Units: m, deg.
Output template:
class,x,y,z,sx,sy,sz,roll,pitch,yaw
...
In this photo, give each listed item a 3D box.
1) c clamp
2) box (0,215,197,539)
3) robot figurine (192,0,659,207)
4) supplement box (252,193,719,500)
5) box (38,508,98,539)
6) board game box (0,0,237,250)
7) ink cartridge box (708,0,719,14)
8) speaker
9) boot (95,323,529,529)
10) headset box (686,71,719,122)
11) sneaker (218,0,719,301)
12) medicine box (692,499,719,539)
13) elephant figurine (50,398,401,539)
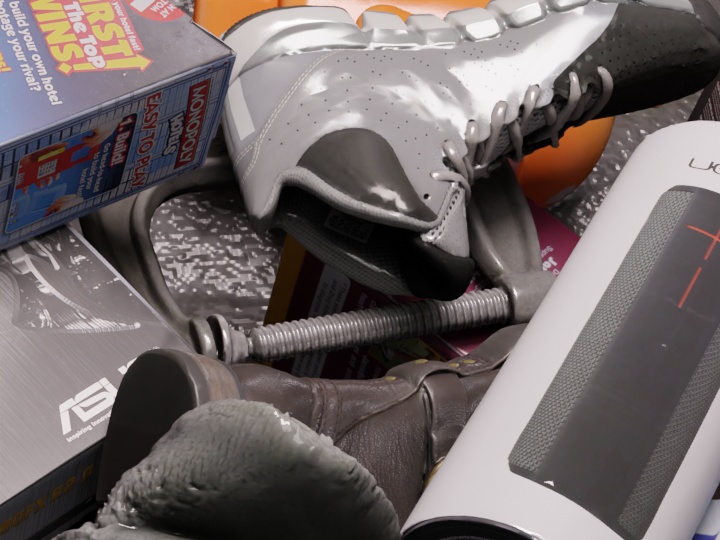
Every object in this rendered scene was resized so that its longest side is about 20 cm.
class,x,y,z,sx,sy,sz,roll,pitch,yaw
c clamp,0.000,0.000,0.819,0.199,0.027,0.172,-4,56,-16
box,-0.173,0.039,0.712,0.200,0.048,0.158,-32,66,-35
robot figurine,0.026,-0.084,0.962,0.199,0.144,0.117,5,55,-6
supplement box,0.062,0.049,0.884,0.200,0.111,0.086,38,55,15
box,-0.200,0.102,0.768,0.199,0.125,0.149,16,50,-4
board game box,-0.154,-0.077,0.738,0.199,0.062,0.201,-10,57,-26
ink cartridge box,0.114,-0.198,1.117,0.116,0.067,0.201,5,53,-10
speaker,0.087,0.040,0.725,0.081,0.081,0.200,29,50,8
boot,-0.008,0.112,0.735,0.173,0.201,0.069,6,11,-40
headset box,0.190,-0.022,0.915,0.077,0.200,0.150,2,53,-14
sneaker,0.047,-0.040,0.814,0.199,0.075,0.116,-7,55,-7
medicine box,0.114,0.208,0.720,0.200,0.103,0.182,54,49,-20
elephant figurine,-0.042,0.109,0.582,0.199,0.156,0.142,24,9,5
